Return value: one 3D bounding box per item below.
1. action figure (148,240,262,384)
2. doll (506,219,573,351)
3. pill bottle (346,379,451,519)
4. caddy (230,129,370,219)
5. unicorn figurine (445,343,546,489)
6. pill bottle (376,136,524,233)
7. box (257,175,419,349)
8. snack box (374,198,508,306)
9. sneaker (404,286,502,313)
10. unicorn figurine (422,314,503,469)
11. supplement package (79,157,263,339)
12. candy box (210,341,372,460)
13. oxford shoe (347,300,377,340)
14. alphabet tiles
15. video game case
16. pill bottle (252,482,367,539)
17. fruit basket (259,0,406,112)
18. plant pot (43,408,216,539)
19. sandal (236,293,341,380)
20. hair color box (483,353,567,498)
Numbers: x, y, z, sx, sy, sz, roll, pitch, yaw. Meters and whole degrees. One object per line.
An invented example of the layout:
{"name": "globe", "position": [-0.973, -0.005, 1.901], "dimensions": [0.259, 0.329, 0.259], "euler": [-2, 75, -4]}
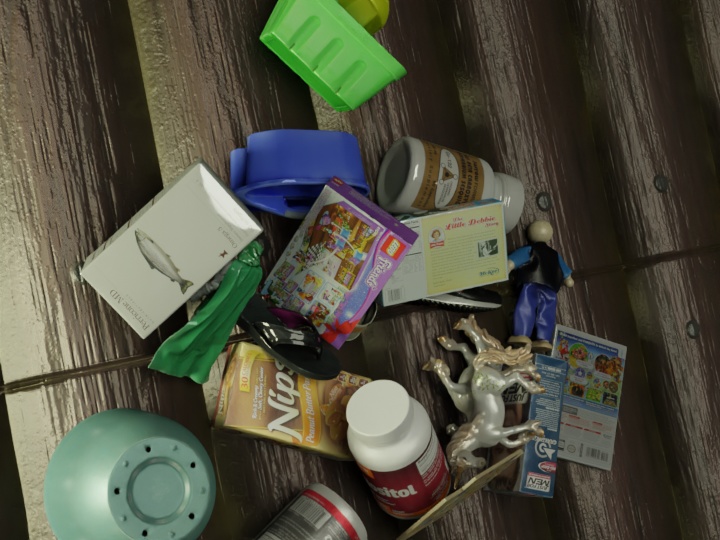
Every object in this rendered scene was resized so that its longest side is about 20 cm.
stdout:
{"name": "action figure", "position": [-0.183, 0.047, 1.470], "dimensions": [0.200, 0.055, 0.118], "euler": [-55, 150, 9]}
{"name": "doll", "position": [0.268, 0.017, 1.768], "dimensions": [0.136, 0.048, 0.201], "euler": [16, 75, -25]}
{"name": "pill bottle", "position": [0.047, 0.236, 1.530], "dimensions": [0.113, 0.113, 0.200], "euler": [-51, 142, -24]}
{"name": "caddy", "position": [-0.085, -0.120, 1.557], "dimensions": [0.199, 0.141, 0.106], "euler": [-2, 79, -27]}
{"name": "unicorn figurine", "position": [0.185, 0.204, 1.595], "dimensions": [0.137, 0.074, 0.201], "euler": [2, 75, -8]}
{"name": "pill bottle", "position": [0.134, -0.117, 1.684], "dimensions": [0.199, 0.114, 0.115], "euler": [14, 76, -25]}
{"name": "box", "position": [-0.032, -0.008, 1.525], "dimensions": [0.137, 0.200, 0.039], "euler": [35, 31, 0]}
{"name": "snack box", "position": [0.110, -0.027, 1.611], "dimensions": [0.199, 0.037, 0.117], "euler": [-11, 105, -20]}
{"name": "sneaker", "position": [0.123, 0.009, 1.682], "dimensions": [0.199, 0.070, 0.091], "euler": [9, 81, -24]}
{"name": "unicorn figurine", "position": [0.154, 0.165, 1.662], "dimensions": [0.137, 0.074, 0.200], "euler": [44, 66, -11]}
{"name": "supplement package", "position": [-0.234, -0.031, 1.439], "dimensions": [0.200, 0.117, 0.117], "euler": [-43, 103, 0]}
{"name": "candy box", "position": [-0.091, 0.178, 1.551], "dimensions": [0.199, 0.055, 0.116], "euler": [19, 72, -24]}
{"name": "oxford shoe", "position": [0.000, 0.000, 1.628], "dimensions": [0.075, 0.058, 0.201], "euler": [16, 74, -23]}
{"name": "alphabet tiles", "position": [0.135, 0.306, 1.564], "dimensions": [0.166, 0.200, 0.006], "euler": [-22, 69, -41]}
{"name": "video game case", "position": [0.343, 0.198, 1.794], "dimensions": [0.143, 0.018, 0.201], "euler": [18, 74, -23]}
{"name": "pill bottle", "position": [-0.094, 0.379, 1.486], "dimensions": [0.200, 0.111, 0.111], "euler": [-42, 101, -26]}
{"name": "fruit basket", "position": [-0.017, -0.352, 1.638], "dimensions": [0.214, 0.155, 0.217], "euler": [-2, 96, -16]}
{"name": "plant pot", "position": [-0.265, 0.263, 1.388], "dimensions": [0.200, 0.161, 0.202], "euler": [5, 79, -26]}
{"name": "sandal", "position": [-0.106, 0.075, 1.526], "dimensions": [0.200, 0.048, 0.075], "euler": [36, 33, 1]}
{"name": "hair color box", "position": [0.241, 0.228, 1.690], "dimensions": [0.060, 0.100, 0.201], "euler": [14, 75, -24]}
